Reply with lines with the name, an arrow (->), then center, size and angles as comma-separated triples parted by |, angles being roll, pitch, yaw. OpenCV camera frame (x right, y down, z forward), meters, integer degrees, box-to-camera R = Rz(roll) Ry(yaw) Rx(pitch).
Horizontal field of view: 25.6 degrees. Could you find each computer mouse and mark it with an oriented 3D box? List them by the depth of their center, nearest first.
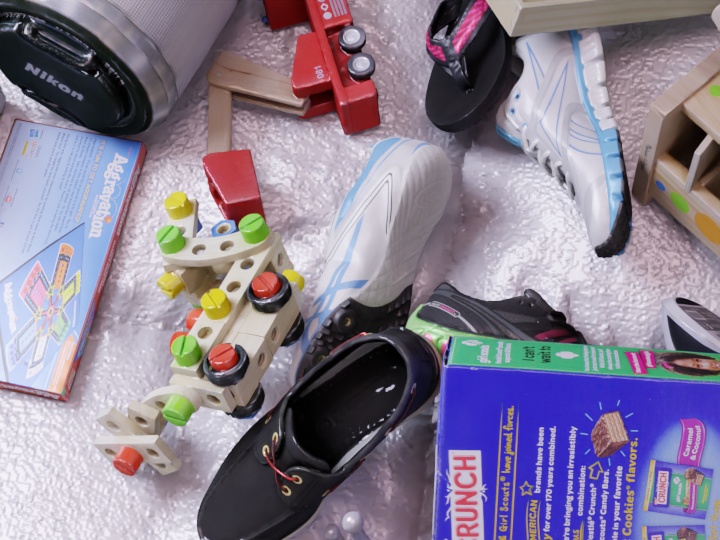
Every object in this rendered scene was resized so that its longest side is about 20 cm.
computer mouse -> 0.266, 0.090, 1.028 | 0.200, 0.109, 0.044 | 42, 110, 30

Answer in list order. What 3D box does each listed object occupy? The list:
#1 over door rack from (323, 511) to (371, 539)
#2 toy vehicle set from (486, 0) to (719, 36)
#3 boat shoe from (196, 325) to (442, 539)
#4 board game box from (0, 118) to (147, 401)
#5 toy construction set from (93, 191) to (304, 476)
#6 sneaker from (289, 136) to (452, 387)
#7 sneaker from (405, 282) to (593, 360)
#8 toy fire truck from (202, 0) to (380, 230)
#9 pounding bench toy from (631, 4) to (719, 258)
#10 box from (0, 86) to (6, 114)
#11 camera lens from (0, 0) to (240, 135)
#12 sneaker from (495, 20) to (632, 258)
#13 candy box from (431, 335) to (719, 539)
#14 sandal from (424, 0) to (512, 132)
over door rack -> -0.019, 0.219, 0.921 | 0.067, 0.200, 0.148 | 47, 72, -17
toy vehicle set -> 0.171, -0.232, 1.161 | 0.198, 0.027, 0.125 | -10, 54, -24
boat shoe -> -0.036, 0.110, 1.007 | 0.201, 0.063, 0.074 | -42, 72, 14
board game box -> -0.228, -0.011, 1.131 | 0.102, 0.019, 0.201 | 10, 66, 9
toy construction set -> -0.108, 0.042, 1.052 | 0.130, 0.092, 0.201 | 8, 65, 27
sneaker -> 0.000, 0.000, 1.094 | 0.072, 0.072, 0.201 | 9, 68, 46
sneaker -> 0.129, 0.054, 1.047 | 0.198, 0.077, 0.084 | 19, 51, 0
toy fire truck -> -0.060, -0.138, 1.164 | 0.140, 0.049, 0.201 | -16, 65, -4
pounding bench toy -> 0.284, -0.082, 1.035 | 0.124, 0.200, 0.156 | -38, 68, -14
box -> -0.348, -0.072, 1.123 | 0.123, 0.098, 0.201 | 10, 67, 8
camera lens -> -0.170, -0.211, 1.141 | 0.159, 0.160, 0.201 | 23, 66, 13
sneaker -> 0.142, -0.091, 1.126 | 0.086, 0.075, 0.201 | -11, 56, 5
candy box -> 0.144, 0.135, 0.970 | 0.198, 0.077, 0.171 | 4, 100, 4
sandal -> 0.078, -0.187, 1.165 | 0.075, 0.045, 0.201 | -15, 51, 40
